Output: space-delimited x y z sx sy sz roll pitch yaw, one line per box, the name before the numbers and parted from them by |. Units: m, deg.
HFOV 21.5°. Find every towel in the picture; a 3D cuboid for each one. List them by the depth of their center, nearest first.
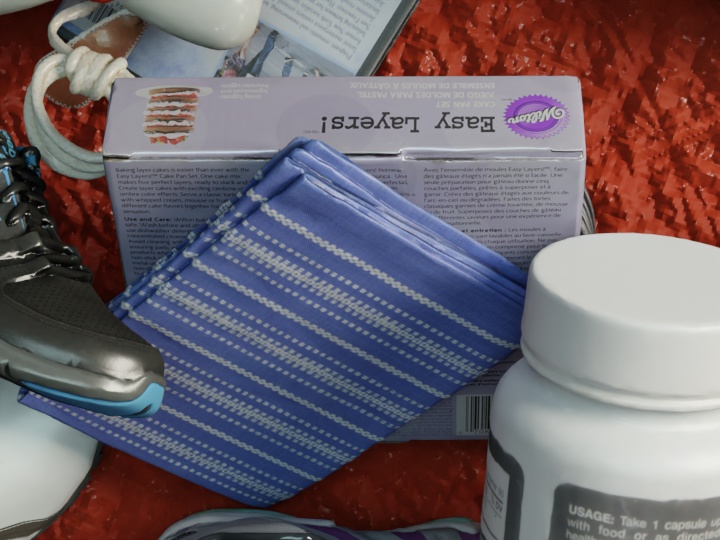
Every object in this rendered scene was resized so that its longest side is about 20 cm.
towel | -0.032 0.030 0.780 0.144 0.024 0.200 29 134 -29

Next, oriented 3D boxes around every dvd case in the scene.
dvd case | -0.034 -0.158 0.878 0.142 0.018 0.201 32 88 3

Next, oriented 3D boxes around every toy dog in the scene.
toy dog | -0.145 -0.126 0.842 0.199 0.096 0.132 34 82 7

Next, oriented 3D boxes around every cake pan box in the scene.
cake pan box | 0.000 0.000 0.794 0.198 0.185 0.053 -1 50 4

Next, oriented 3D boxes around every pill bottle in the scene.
pill bottle | 0.102 0.096 0.734 0.112 0.113 0.202 5 111 3

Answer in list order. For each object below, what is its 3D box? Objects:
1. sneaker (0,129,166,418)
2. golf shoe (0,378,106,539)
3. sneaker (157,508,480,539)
sneaker | -0.148 -0.013 0.745 0.199 0.073 0.082 32 88 23
golf shoe | -0.200 0.107 0.836 0.199 0.094 0.078 -33 85 -1
sneaker | 0.000 0.145 0.800 0.198 0.140 0.079 1 87 3
